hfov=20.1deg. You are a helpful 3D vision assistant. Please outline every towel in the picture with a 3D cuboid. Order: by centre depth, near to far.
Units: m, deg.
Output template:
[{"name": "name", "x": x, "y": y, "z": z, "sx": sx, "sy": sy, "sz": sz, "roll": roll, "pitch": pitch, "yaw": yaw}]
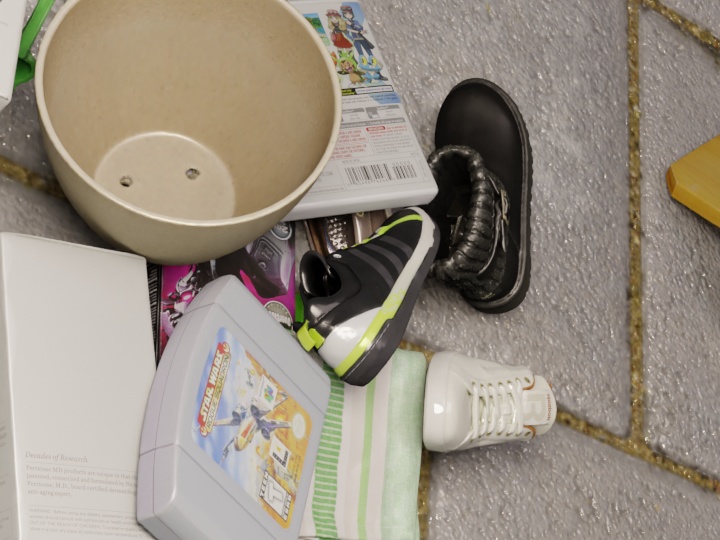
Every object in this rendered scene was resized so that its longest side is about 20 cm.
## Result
[{"name": "towel", "x": -0.034, "y": 0.120, "z": 1.430, "sx": 0.199, "sy": 0.023, "sz": 0.154, "roll": 12, "pitch": 76, "yaw": -37}]

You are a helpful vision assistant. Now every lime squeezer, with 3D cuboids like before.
[{"name": "lime squeezer", "x": -0.232, "y": -0.153, "z": 1.370, "sx": 0.038, "sy": 0.200, "sz": 0.071, "roll": 32, "pitch": 86, "yaw": -19}]

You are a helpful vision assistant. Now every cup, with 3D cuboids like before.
[{"name": "cup", "x": -0.122, "y": -0.083, "z": 1.355, "sx": 0.198, "sy": 0.144, "sz": 0.202, "roll": 6, "pitch": 60, "yaw": -10}]

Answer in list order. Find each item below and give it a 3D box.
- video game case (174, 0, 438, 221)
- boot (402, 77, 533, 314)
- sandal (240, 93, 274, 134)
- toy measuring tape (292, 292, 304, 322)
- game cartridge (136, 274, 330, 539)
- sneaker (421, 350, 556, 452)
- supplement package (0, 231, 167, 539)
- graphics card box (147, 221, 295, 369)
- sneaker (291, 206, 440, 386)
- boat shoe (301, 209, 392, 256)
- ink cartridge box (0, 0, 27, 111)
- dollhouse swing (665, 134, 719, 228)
[{"name": "video game case", "x": -0.058, "y": -0.120, "z": 1.510, "sx": 0.198, "sy": 0.022, "sz": 0.184, "roll": -8, "pitch": 64, "yaw": -30}, {"name": "boot", "x": 0.084, "y": -0.078, "z": 1.630, "sx": 0.158, "sy": 0.079, "sz": 0.213, "roll": 35, "pitch": 44, "yaw": -61}, {"name": "sandal", "x": -0.078, "y": -0.175, "z": 1.474, "sx": 0.075, "sy": 0.048, "sz": 0.201, "roll": -2, "pitch": 45, "yaw": -36}, {"name": "toy measuring tape", "x": -0.027, "y": 0.101, "z": 1.489, "sx": 0.073, "sy": 0.073, "sz": 0.202, "roll": 20, "pitch": 62, "yaw": -35}, {"name": "game cartridge", "x": -0.082, "y": 0.105, "z": 1.310, "sx": 0.133, "sy": 0.041, "sz": 0.201, "roll": 52, "pitch": 35, "yaw": -35}, {"name": "sneaker", "x": 0.101, "y": 0.097, "z": 1.539, "sx": 0.200, "sy": 0.084, "sz": 0.074, "roll": -11, "pitch": 103, "yaw": -72}, {"name": "supplement package", "x": -0.204, "y": 0.094, "z": 1.287, "sx": 0.117, "sy": 0.117, "sz": 0.202, "roll": 10, "pitch": 64, "yaw": -39}, {"name": "graphics card box", "x": -0.107, "y": 0.036, "z": 1.457, "sx": 0.125, "sy": 0.051, "sz": 0.202, "roll": 20, "pitch": 56, "yaw": -35}, {"name": "sneaker", "x": 0.000, "y": 0.000, "z": 1.459, "sx": 0.082, "sy": 0.072, "sz": 0.200, "roll": 34, "pitch": 31, "yaw": -9}, {"name": "boat shoe", "x": -0.020, "y": -0.057, "z": 1.573, "sx": 0.059, "sy": 0.072, "sz": 0.202, "roll": -18, "pitch": 88, "yaw": -49}, {"name": "ink cartridge box", "x": -0.279, "y": -0.176, "z": 1.330, "sx": 0.083, "sy": 0.145, "sz": 0.202, "roll": 20, "pitch": 56, "yaw": -27}, {"name": "dollhouse swing", "x": 0.389, "y": -0.013, "z": 1.963, "sx": 0.199, "sy": 0.175, "sz": 0.183, "roll": -30, "pitch": 132, "yaw": -47}]
